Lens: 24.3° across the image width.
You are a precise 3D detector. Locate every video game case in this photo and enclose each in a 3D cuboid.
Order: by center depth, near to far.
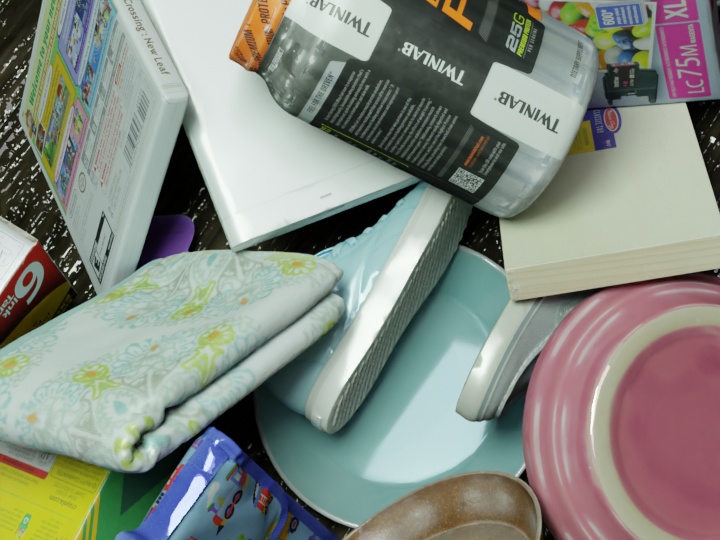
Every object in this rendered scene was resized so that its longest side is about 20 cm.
[{"bbox_3d":[-0.175,-0.108,1.112,0.022,0.201,0.183,-10,55,-29],"label":"video game case"}]

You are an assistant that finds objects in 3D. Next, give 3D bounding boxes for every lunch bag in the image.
[{"bbox_3d":[-0.107,0.177,0.985,0.094,0.200,0.151,32,78,21],"label":"lunch bag"}]

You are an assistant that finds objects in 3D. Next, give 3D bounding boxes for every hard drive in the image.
[{"bbox_3d":[-0.056,-0.129,1.064,0.131,0.026,0.201,-21,82,-7],"label":"hard drive"}]

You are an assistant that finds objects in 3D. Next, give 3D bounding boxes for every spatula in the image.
[{"bbox_3d":[-0.149,0.054,1.136,0.056,0.021,0.202,-4,71,32],"label":"spatula"}]

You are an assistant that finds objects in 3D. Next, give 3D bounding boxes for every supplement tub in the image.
[{"bbox_3d":[0.030,-0.125,0.994,0.199,0.122,0.123,25,74,-10],"label":"supplement tub"}]

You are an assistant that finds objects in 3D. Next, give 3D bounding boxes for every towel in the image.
[{"bbox_3d":[-0.126,0.047,1.011,0.170,0.048,0.200,3,31,45],"label":"towel"}]

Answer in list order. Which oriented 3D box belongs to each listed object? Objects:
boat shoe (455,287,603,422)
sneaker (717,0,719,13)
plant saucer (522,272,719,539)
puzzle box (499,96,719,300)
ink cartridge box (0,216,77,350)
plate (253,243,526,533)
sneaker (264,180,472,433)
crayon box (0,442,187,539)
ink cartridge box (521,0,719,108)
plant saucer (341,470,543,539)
[{"bbox_3d":[0.134,0.029,1.044,0.071,0.070,0.201,33,57,14],"label":"boat shoe"},{"bbox_3d":[0.159,-0.212,1.160,0.198,0.076,0.116,-15,59,-3],"label":"sneaker"},{"bbox_3d":[0.196,0.098,0.991,0.199,0.051,0.203,2,83,-14],"label":"plant saucer"},{"bbox_3d":[0.152,-0.056,1.061,0.132,0.026,0.201,-10,33,8],"label":"puzzle box"},{"bbox_3d":[-0.276,0.067,1.083,0.083,0.176,0.201,30,78,9],"label":"ink cartridge box"},{"bbox_3d":[0.028,0.075,1.093,0.198,0.026,0.202,-3,69,9],"label":"plate"},{"bbox_3d":[0.000,0.000,1.075,0.082,0.074,0.201,29,76,17],"label":"sneaker"},{"bbox_3d":[-0.201,0.165,1.063,0.126,0.051,0.201,12,70,45],"label":"crayon box"},{"bbox_3d":[0.129,-0.150,1.076,0.198,0.120,0.042,0,59,18],"label":"ink cartridge box"},{"bbox_3d":[0.027,0.197,0.961,0.200,0.200,0.035,-39,110,-5],"label":"plant saucer"}]
